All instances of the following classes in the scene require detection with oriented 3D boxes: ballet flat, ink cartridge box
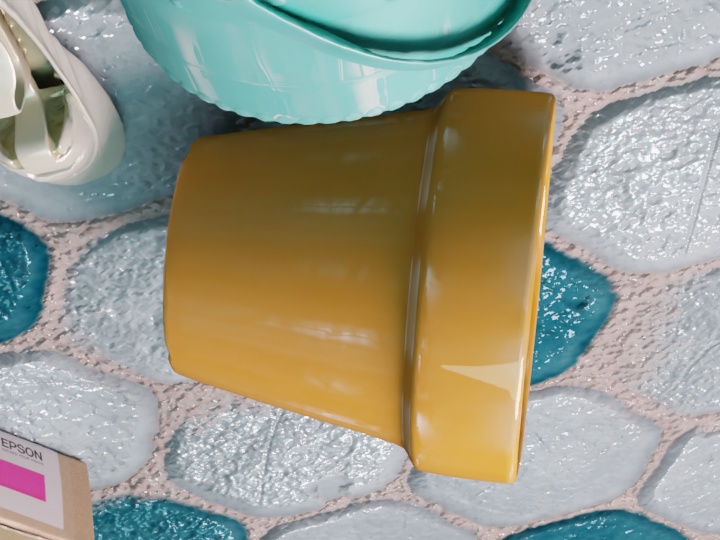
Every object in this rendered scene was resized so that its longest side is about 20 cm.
[{"bbox_3d":[-0.167,-0.088,0.958,0.069,0.069,0.200,-15,143,7],"label":"ballet flat"},{"bbox_3d":[-0.293,0.157,1.238,0.165,0.075,0.200,-37,134,29],"label":"ink cartridge box"}]

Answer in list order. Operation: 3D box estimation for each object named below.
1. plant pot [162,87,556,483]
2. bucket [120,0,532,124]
[{"bbox_3d":[0.000,0.000,1.025,0.183,0.200,0.200,6,143,6],"label":"plant pot"},{"bbox_3d":[-0.020,-0.166,0.784,0.207,0.207,0.135,-10,150,1],"label":"bucket"}]
